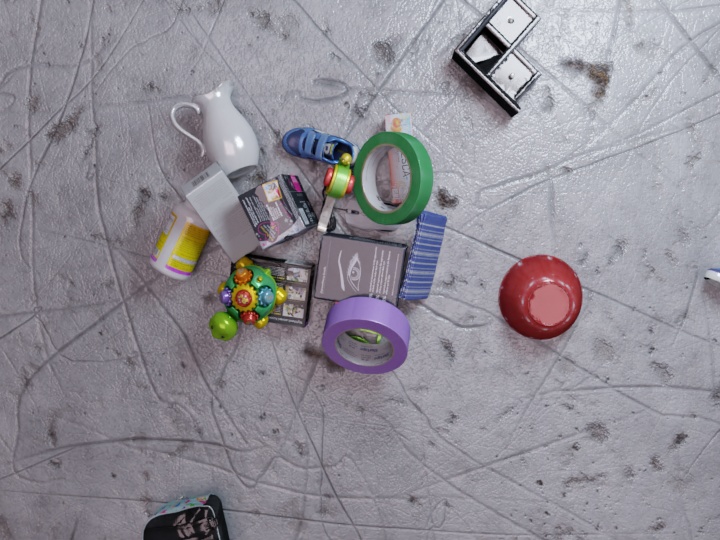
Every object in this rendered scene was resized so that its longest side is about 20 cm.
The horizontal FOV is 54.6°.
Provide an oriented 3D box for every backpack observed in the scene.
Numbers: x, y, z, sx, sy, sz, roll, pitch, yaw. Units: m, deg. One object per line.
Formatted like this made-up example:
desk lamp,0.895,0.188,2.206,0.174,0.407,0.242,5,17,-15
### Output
backpack,-0.423,0.646,1.699,0.196,0.151,0.181,-14,92,-2

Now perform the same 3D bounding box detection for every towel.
towel,0.144,-0.033,1.594,0.024,0.144,0.204,17,98,29

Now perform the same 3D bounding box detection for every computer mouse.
computer mouse,0.002,-0.137,1.637,0.196,0.044,0.112,8,96,4

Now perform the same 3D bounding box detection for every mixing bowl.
mixing bowl,0.421,0.068,1.594,0.196,0.108,0.205,0,95,4

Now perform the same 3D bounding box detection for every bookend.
bookend,0.340,-0.487,1.548,0.200,0.092,0.199,43,97,-2

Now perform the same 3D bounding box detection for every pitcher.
pitcher,-0.332,-0.311,1.602,0.169,0.121,0.203,-22,88,-7

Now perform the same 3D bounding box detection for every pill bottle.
pill bottle,-0.411,-0.087,1.644,0.103,0.104,0.202,28,98,1

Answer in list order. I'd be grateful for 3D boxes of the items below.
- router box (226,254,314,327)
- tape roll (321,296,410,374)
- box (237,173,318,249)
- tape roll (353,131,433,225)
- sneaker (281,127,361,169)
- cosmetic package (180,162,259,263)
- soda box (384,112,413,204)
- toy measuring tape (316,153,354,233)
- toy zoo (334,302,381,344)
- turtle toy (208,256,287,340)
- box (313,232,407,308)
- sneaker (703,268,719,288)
router box,-0.216,0.046,1.669,0.196,0.051,0.152,9,99,4
tape roll,0.013,0.150,1.584,0.196,0.066,0.202,6,138,6
box,-0.181,-0.132,1.573,0.113,0.200,0.134,-25,94,8
tape roll,0.069,-0.203,1.538,0.198,0.048,0.205,6,98,43
sneaker,-0.088,-0.286,1.609,0.196,0.082,0.075,12,99,4
cosmetic package,-0.307,-0.130,1.579,0.101,0.071,0.202,-35,123,-6
soda box,0.095,-0.256,1.604,0.062,0.068,0.204,-4,96,5
toy measuring tape,-0.061,-0.167,1.571,0.072,0.074,0.203,22,113,2
toy zoo,0.004,0.079,1.671,0.129,0.020,0.204,13,97,3
turtle toy,-0.270,0.074,1.599,0.145,0.101,0.201,39,100,0
box,0.000,0.000,1.600,0.196,0.104,0.151,10,97,4
sneaker,0.888,-0.018,1.569,0.196,0.081,0.149,17,89,6
